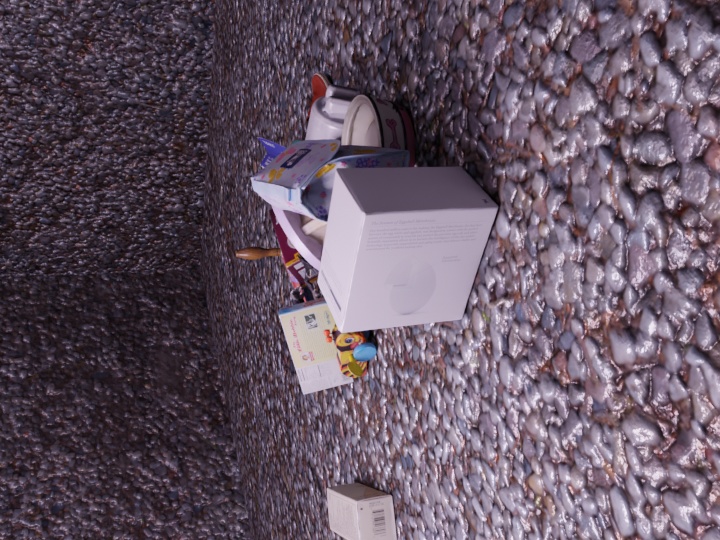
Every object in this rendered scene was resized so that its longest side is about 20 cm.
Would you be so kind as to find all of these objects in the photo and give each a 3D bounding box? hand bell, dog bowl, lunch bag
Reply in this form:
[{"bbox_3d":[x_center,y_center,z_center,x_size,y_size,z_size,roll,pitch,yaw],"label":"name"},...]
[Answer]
[{"bbox_3d":[-0.215,-0.048,1.676,0.104,0.199,0.105,177,90,-69],"label":"hand bell"},{"bbox_3d":[0.031,-0.209,1.175,0.200,0.074,0.201,176,90,-69],"label":"dog bowl"},{"bbox_3d":[-0.047,-0.139,1.023,0.169,0.199,0.128,20,116,58],"label":"lunch bag"}]

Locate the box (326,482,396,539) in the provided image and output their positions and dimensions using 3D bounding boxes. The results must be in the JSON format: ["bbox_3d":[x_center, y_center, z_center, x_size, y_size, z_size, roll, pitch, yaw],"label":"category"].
[{"bbox_3d":[-0.002,0.500,1.365,0.200,0.077,0.095,157,109,-68],"label":"box"}]

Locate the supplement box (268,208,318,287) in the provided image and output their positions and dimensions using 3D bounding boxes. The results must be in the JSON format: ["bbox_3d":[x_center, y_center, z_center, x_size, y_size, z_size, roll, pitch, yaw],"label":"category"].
[{"bbox_3d":[-0.128,-0.076,1.533,0.086,0.110,0.200,56,-172,-48],"label":"supplement box"}]

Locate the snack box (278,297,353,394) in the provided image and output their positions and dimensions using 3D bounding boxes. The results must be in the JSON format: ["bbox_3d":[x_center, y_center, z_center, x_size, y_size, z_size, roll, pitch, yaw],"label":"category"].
[{"bbox_3d":[-0.093,0.162,1.423,0.037,0.116,0.201,-103,-1,-68],"label":"snack box"}]

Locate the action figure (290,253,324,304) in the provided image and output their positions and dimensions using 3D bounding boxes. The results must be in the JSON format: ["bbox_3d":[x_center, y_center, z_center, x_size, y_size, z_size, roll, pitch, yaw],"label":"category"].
[{"bbox_3d":[-0.088,0.055,1.455,0.102,0.118,0.201,-126,32,-60],"label":"action figure"}]

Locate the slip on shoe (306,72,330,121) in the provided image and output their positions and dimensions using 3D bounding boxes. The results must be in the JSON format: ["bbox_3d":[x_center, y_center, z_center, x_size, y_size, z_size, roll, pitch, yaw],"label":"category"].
[{"bbox_3d":[-0.092,-0.356,1.499,0.074,0.061,0.201,143,123,-68],"label":"slip on shoe"}]

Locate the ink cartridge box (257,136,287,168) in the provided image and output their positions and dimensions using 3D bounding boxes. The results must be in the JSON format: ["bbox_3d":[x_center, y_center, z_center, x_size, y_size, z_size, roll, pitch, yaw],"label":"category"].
[{"bbox_3d":[-0.128,-0.182,1.410,0.199,0.041,0.200,29,162,44],"label":"ink cartridge box"}]

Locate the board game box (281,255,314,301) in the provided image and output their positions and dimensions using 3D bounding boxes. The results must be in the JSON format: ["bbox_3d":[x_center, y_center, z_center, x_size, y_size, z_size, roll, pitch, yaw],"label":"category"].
[{"bbox_3d":[-0.136,0.055,1.601,0.103,0.019,0.201,-9,-102,-85],"label":"board game box"}]

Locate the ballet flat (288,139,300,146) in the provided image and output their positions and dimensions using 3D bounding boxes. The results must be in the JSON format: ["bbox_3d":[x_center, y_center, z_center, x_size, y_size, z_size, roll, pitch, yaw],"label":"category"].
[{"bbox_3d":[-0.156,-0.230,1.689,0.065,0.070,0.201,121,147,-79],"label":"ballet flat"}]

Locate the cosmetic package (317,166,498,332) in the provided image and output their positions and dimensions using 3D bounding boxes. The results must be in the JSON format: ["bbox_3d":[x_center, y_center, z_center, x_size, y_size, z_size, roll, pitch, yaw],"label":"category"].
[{"bbox_3d":[0.059,-0.034,0.944,0.123,0.199,0.200,-118,32,-46],"label":"cosmetic package"}]

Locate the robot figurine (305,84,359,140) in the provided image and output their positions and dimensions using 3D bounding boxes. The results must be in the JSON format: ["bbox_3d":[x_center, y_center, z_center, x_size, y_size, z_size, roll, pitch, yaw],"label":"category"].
[{"bbox_3d":[-0.052,-0.269,1.329,0.170,0.113,0.200,-87,10,-46],"label":"robot figurine"}]

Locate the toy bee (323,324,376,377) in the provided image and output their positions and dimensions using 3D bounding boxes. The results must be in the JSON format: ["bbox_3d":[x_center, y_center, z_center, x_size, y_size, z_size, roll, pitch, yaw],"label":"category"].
[{"bbox_3d":[-0.026,0.139,1.334,0.131,0.108,0.201,-130,41,-60],"label":"toy bee"}]

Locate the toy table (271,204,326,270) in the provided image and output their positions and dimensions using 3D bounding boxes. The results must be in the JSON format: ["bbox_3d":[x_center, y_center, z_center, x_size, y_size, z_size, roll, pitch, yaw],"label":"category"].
[{"bbox_3d":[-0.069,-0.103,1.254,0.117,0.200,0.184,-30,19,26],"label":"toy table"}]
